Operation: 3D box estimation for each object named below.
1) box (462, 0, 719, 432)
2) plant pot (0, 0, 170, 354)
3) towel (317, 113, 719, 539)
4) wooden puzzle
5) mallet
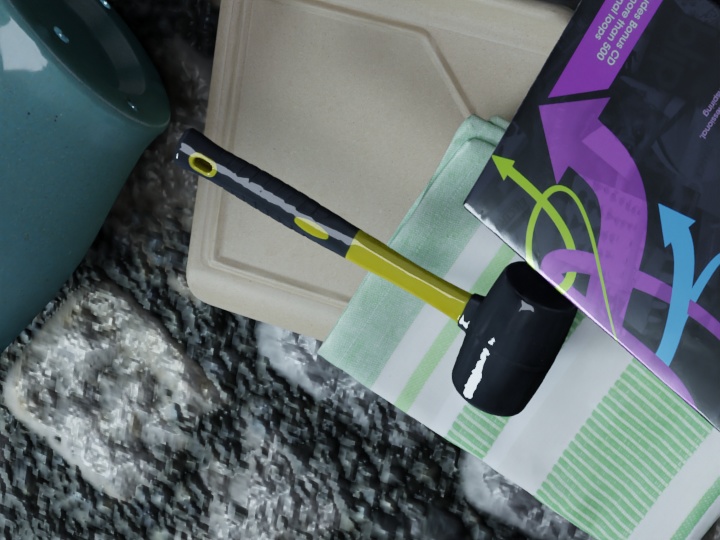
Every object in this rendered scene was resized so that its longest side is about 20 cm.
[{"bbox_3d":[0.149,-0.023,0.866,0.200,0.036,0.144,41,119,23],"label":"box"},{"bbox_3d":[-0.202,-0.064,1.038,0.188,0.200,0.200,-40,84,14],"label":"plant pot"},{"bbox_3d":[0.097,0.038,0.976,0.199,0.023,0.153,33,117,1],"label":"towel"},{"bbox_3d":[0.010,-0.052,1.015,0.184,0.037,0.201,17,116,21],"label":"wooden puzzle"},{"bbox_3d":[0.000,0.000,0.965,0.199,0.041,0.066,24,119,13],"label":"mallet"}]
